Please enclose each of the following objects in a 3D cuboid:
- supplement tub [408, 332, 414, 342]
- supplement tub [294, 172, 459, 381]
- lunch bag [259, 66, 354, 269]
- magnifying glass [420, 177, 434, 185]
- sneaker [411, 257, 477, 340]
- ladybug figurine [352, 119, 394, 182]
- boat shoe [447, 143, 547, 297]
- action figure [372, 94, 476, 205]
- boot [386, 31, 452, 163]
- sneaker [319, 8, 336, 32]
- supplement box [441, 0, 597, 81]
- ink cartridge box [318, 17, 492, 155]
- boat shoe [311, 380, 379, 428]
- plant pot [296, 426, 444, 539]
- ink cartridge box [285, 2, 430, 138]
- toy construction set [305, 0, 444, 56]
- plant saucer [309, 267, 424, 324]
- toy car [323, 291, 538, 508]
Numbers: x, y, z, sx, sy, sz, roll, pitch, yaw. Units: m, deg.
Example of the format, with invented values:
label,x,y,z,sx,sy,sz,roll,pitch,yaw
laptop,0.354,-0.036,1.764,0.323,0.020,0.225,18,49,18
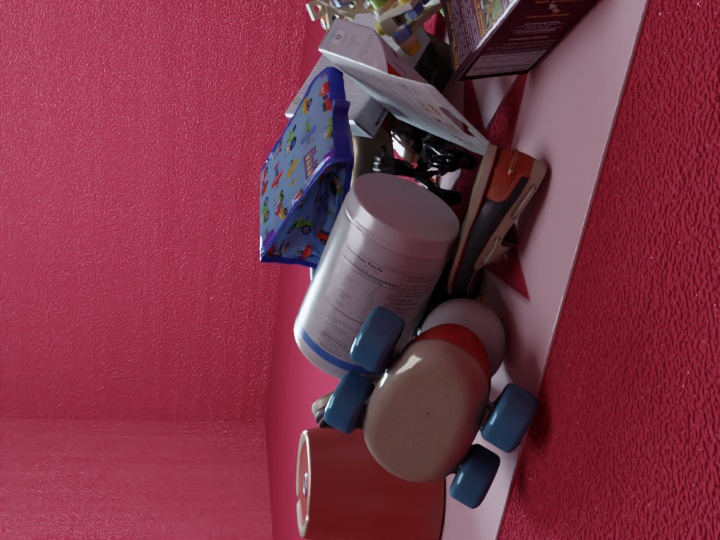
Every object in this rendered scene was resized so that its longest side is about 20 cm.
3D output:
label,x,y,z,sx,sy,sz,roll,pitch,yaw
supplement tub,0.040,0.008,1.229,0.145,0.142,0.204,-137,50,-76
supplement tub,0.014,0.011,1.015,0.133,0.130,0.202,-103,32,-55
lunch bag,-0.053,-0.124,1.064,0.201,0.092,0.152,115,157,-47
magnifying glass,0.087,-0.031,1.317,0.080,0.022,0.204,-127,42,-74
sneaker,0.103,0.057,1.105,0.104,0.059,0.203,-119,36,-78
ladybug figurine,-0.001,-0.179,1.286,0.201,0.071,0.138,-112,25,-57
boat shoe,0.135,-0.042,0.953,0.072,0.062,0.202,-73,-3,-45
action figure,0.079,-0.159,1.175,0.201,0.101,0.120,-108,37,-61
boot,0.049,-0.277,1.303,0.186,0.064,0.201,41,147,21
sneaker,0.016,-0.359,1.346,0.111,0.201,0.078,-24,16,41
supplement box,0.144,-0.267,0.853,0.200,0.084,0.112,138,124,-75
ink cartridge box,0.066,-0.200,1.012,0.199,0.159,0.048,31,88,46
boat shoe,0.045,0.163,1.033,0.072,0.197,0.066,121,143,-57
plant pot,0.006,0.292,1.260,0.200,0.174,0.204,-178,90,-80
ink cartridge box,0.005,-0.272,1.208,0.199,0.040,0.202,21,79,57
toy construction set,0.031,-0.314,1.080,0.199,0.132,0.092,24,159,47
plant saucer,0.000,0.000,1.144,0.198,0.036,0.204,5,97,41
toy car,0.093,0.105,0.971,0.200,0.183,0.178,-50,-14,-52
